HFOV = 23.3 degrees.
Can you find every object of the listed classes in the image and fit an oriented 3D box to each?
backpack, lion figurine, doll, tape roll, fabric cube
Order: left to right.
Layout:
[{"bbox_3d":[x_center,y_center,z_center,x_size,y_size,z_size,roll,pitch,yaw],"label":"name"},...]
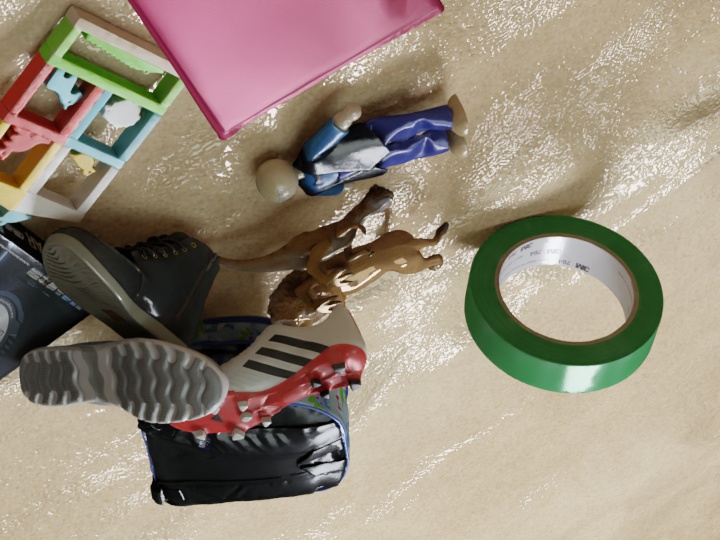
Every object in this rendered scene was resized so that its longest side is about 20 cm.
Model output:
[{"bbox_3d":[-0.087,-0.255,1.236,0.196,0.200,0.200,-30,145,1],"label":"fabric cube"},{"bbox_3d":[-0.110,0.134,1.724,0.199,0.148,0.183,0,142,1],"label":"backpack"},{"bbox_3d":[-0.001,-0.110,1.600,0.199,0.049,0.137,-17,154,-7],"label":"doll"},{"bbox_3d":[0.000,0.000,1.689,0.200,0.073,0.122,-34,171,-1],"label":"lion figurine"},{"bbox_3d":[0.207,0.032,1.785,0.200,0.201,0.048,-14,143,-19],"label":"tape roll"}]

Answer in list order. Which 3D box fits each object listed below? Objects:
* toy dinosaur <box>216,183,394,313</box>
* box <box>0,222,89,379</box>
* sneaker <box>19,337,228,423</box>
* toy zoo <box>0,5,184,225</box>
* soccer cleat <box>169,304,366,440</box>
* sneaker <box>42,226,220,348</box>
[{"bbox_3d":[-0.054,-0.013,1.628,0.199,0.107,0.061,-22,146,-5],"label":"toy dinosaur"},{"bbox_3d":[-0.350,0.022,1.536,0.160,0.044,0.200,-35,144,8],"label":"box"},{"bbox_3d":[-0.206,0.089,1.581,0.082,0.199,0.075,-21,116,-67],"label":"sneaker"},{"bbox_3d":[-0.244,-0.114,1.439,0.200,0.020,0.131,-49,140,16],"label":"toy zoo"},{"bbox_3d":[-0.088,0.093,1.603,0.199,0.085,0.069,-21,139,12],"label":"soccer cleat"},{"bbox_3d":[-0.204,-0.008,1.560,0.200,0.075,0.107,50,56,-50],"label":"sneaker"}]
